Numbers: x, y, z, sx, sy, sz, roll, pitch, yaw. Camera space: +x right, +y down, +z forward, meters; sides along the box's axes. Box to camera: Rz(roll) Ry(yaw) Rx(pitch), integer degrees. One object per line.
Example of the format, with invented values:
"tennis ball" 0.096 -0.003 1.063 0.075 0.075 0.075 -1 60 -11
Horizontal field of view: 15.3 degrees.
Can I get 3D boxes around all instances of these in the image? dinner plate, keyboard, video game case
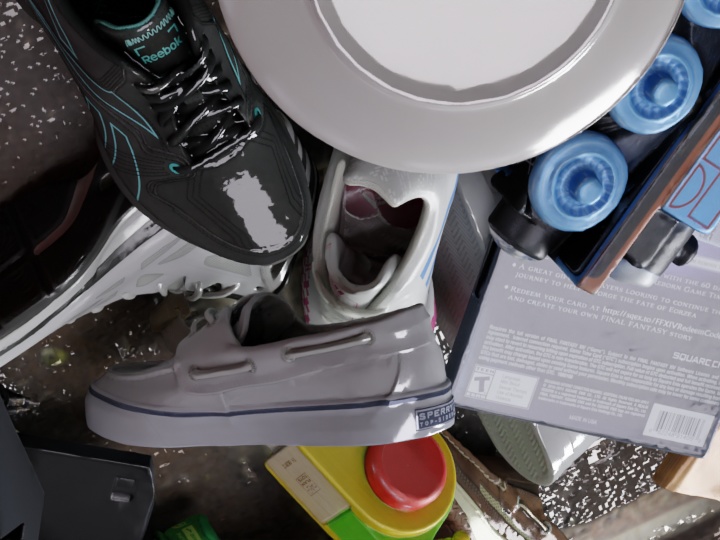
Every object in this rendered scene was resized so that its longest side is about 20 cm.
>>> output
"dinner plate" 0.041 -0.131 1.061 0.199 0.024 0.201 -4 111 -10
"keyboard" -0.193 0.084 1.268 0.199 0.040 0.104 10 130 -15
"video game case" 0.133 -0.016 1.259 0.142 0.019 0.201 13 107 -20

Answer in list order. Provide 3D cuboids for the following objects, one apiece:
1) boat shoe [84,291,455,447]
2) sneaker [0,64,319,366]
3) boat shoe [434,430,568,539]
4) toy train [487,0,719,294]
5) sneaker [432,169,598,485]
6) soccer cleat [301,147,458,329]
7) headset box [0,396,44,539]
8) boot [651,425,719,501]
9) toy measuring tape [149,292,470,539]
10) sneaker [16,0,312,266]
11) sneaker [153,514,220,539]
"boat shoe" -0.044 0.042 1.212 0.073 0.199 0.066 -20 104 -56
"sneaker" -0.100 0.004 1.225 0.200 0.076 0.115 -39 131 5
"boat shoe" 0.063 0.124 1.418 0.075 0.075 0.203 -54 131 -23
"toy train" 0.140 -0.078 1.181 0.114 0.087 0.200 29 102 -30
"sneaker" 0.093 -0.005 1.325 0.115 0.074 0.201 -36 125 -22
"soccer cleat" 0.000 0.000 1.242 0.070 0.087 0.201 19 137 9
"headset box" -0.239 0.144 1.167 0.199 0.175 0.093 -7 134 10
"boot" 0.200 0.020 1.362 0.188 0.068 0.201 18 107 -55
"toy measuring tape" -0.015 0.074 1.301 0.074 0.074 0.200 -42 94 12
"sneaker" -0.086 -0.078 1.116 0.075 0.079 0.200 -39 109 -6
"sneaker" -0.108 0.158 1.356 0.199 0.074 0.084 7 117 -38
